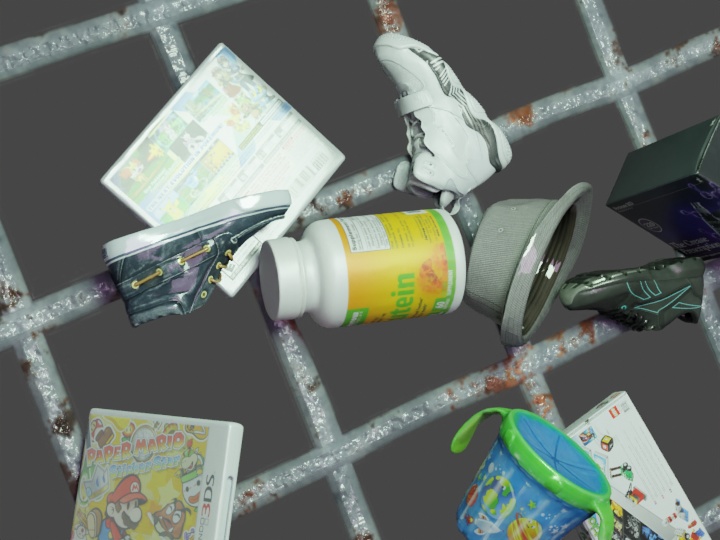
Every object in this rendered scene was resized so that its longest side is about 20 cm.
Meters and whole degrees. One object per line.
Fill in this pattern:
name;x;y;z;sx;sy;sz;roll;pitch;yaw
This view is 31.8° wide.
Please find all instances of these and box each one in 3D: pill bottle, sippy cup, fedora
pill bottle;0.000;0.000;1.314;0.197;0.111;0.113;-6;85;-18
sippy cup;0.171;0.238;1.323;0.139;0.178;0.131;29;107;-24
fedora;0.170;-0.016;1.366;0.089;0.178;0.201;22;57;19

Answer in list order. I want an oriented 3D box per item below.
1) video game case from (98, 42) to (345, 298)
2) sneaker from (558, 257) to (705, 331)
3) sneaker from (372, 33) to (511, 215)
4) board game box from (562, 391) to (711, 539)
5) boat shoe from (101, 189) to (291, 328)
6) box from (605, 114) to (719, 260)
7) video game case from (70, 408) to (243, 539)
video game case;-0.142;-0.105;1.330;0.182;0.022;0.201;41;74;-9
sneaker;0.312;0.033;1.423;0.198;0.075;0.080;-8;94;-26
sneaker;0.067;-0.156;1.372;0.200;0.075;0.115;46;70;-11
board game box;0.294;0.255;1.416;0.125;0.035;0.202;-31;93;-18
boat shoe;-0.153;-0.013;1.272;0.198;0.071;0.092;-20;91;-11
box;0.385;-0.085;1.399;0.140;0.200;0.079;32;75;-10
video game case;-0.199;0.228;1.191;0.023;0.198;0.185;18;76;-50
